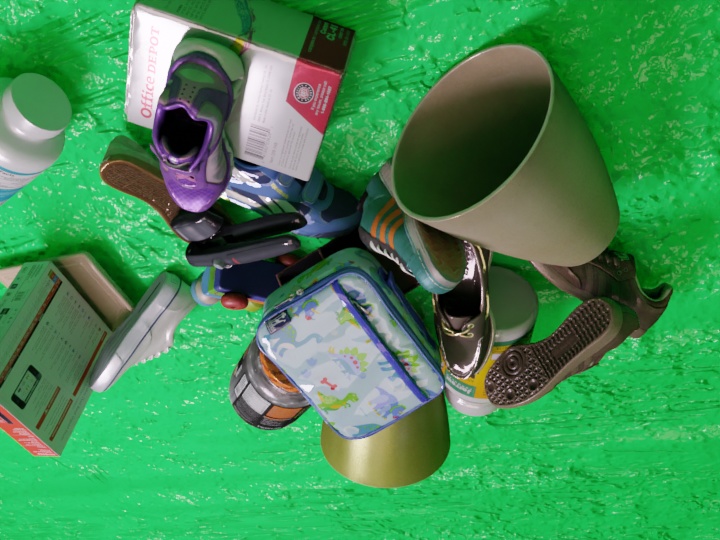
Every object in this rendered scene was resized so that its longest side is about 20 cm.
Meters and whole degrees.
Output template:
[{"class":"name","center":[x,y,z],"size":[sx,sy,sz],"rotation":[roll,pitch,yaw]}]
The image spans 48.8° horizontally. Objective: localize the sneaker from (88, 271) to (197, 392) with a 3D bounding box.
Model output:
[{"class":"sneaker","center":[-0.299,0.098,1.108],"size":[0.071,0.073,0.200],"rotation":[36,99,-28]}]

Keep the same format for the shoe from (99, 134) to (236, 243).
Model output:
[{"class":"shoe","center":[-0.223,-0.092,0.956],"size":[0.070,0.053,0.200],"rotation":[-32,134,21]}]

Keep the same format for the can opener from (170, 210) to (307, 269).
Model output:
[{"class":"can opener","center":[-0.137,-0.032,0.897],"size":[0.200,0.064,0.079],"rotation":[1,164,41]}]

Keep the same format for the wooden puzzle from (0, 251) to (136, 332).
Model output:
[{"class":"wooden puzzle","center":[-0.412,0.044,1.165],"size":[0.200,0.037,0.185],"rotation":[-6,136,26]}]

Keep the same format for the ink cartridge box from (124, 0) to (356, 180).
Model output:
[{"class":"ink cartridge box","center":[-0.121,-0.194,0.792],"size":[0.200,0.086,0.148],"rotation":[20,138,-5]}]

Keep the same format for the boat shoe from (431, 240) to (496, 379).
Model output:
[{"class":"boat shoe","center":[0.112,0.037,0.878],"size":[0.072,0.060,0.200],"rotation":[11,117,22]}]

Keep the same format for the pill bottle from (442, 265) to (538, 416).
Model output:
[{"class":"pill bottle","center":[0.157,0.098,1.021],"size":[0.113,0.113,0.200],"rotation":[8,139,5]}]

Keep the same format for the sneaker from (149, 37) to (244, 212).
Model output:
[{"class":"sneaker","center":[-0.164,-0.119,0.757],"size":[0.080,0.089,0.200],"rotation":[15,141,-4]}]

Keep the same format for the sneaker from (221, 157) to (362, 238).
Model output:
[{"class":"sneaker","center":[-0.083,-0.101,0.895],"size":[0.200,0.074,0.082],"rotation":[21,136,-11]}]

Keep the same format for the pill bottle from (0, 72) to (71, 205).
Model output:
[{"class":"pill bottle","center":[-0.411,-0.144,0.899],"size":[0.200,0.111,0.111],"rotation":[-25,126,34]}]

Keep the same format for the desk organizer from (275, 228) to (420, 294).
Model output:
[{"class":"desk organizer","center":[0.000,0.000,0.940],"size":[0.200,0.072,0.077],"rotation":[-31,122,14]}]

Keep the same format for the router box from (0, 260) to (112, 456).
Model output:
[{"class":"router box","center":[-0.430,0.120,1.073],"size":[0.049,0.200,0.180],"rotation":[-3,137,22]}]

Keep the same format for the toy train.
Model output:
[{"class":"toy train","center":[-0.116,0.030,1.053],"size":[0.200,0.085,0.116],"rotation":[15,160,-33]}]

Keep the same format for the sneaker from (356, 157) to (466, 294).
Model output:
[{"class":"sneaker","center":[0.046,-0.033,0.821],"size":[0.071,0.200,0.080],"rotation":[27,117,-31]}]

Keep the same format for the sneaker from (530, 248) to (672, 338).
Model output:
[{"class":"sneaker","center":[0.272,-0.002,0.923],"size":[0.200,0.070,0.076],"rotation":[33,108,-17]}]

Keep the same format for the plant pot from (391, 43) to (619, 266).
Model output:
[{"class":"plant pot","center":[0.166,-0.087,0.786],"size":[0.187,0.188,0.200],"rotation":[-28,135,36]}]

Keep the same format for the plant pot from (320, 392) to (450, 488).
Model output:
[{"class":"plant pot","center":[0.037,0.158,1.088],"size":[0.187,0.187,0.200],"rotation":[6,123,8]}]

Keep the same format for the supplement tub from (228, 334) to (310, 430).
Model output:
[{"class":"supplement tub","center":[-0.108,0.142,1.098],"size":[0.122,0.123,0.200],"rotation":[22,151,-10]}]

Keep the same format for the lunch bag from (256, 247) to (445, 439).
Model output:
[{"class":"lunch bag","center":[-0.007,0.083,0.896],"size":[0.161,0.082,0.200],"rotation":[-30,111,16]}]

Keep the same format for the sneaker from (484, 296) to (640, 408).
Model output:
[{"class":"sneaker","center":[0.232,0.104,0.908],"size":[0.075,0.071,0.200],"rotation":[15,137,-37]}]
